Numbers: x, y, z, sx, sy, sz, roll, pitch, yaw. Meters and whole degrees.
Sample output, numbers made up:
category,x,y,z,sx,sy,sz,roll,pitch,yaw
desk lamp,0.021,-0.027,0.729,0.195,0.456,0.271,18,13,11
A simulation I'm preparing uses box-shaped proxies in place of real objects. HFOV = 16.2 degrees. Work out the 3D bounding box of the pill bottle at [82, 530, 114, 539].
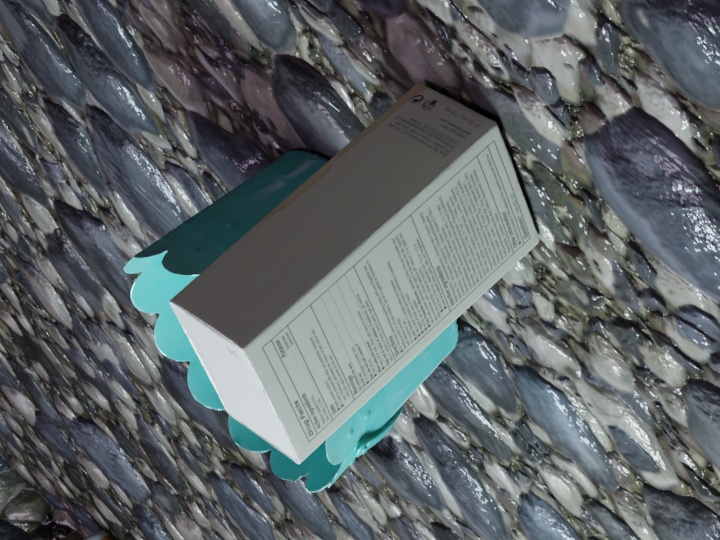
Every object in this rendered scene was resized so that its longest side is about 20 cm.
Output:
category,x,y,z,sx,sy,sz,roll,pitch,yaw
pill bottle,-0.278,0.414,2.983,0.200,0.112,0.112,45,161,10

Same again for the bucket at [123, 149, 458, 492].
category,x,y,z,sx,sy,sz,roll,pitch,yaw
bucket,-0.042,0.030,1.679,0.207,0.135,0.207,43,160,20

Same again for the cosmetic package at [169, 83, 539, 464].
category,x,y,z,sx,sy,sz,roll,pitch,yaw
cosmetic package,0.000,0.000,1.427,0.073,0.200,0.104,32,155,42
